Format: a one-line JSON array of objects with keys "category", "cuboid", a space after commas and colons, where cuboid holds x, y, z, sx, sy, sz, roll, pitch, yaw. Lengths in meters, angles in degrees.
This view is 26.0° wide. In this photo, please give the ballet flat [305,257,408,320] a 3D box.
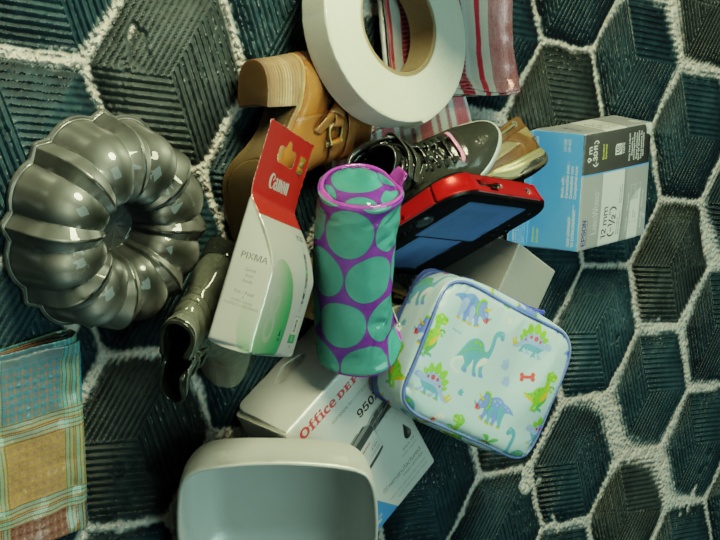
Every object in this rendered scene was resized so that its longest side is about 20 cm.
[{"category": "ballet flat", "cuboid": [-0.007, 0.029, 1.635, 0.199, 0.063, 0.069, 8, 108, -46]}]

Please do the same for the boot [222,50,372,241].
[{"category": "boot", "cuboid": [-0.054, -0.114, 1.539, 0.154, 0.073, 0.202, -7, 110, -47]}]

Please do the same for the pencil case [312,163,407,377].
[{"category": "pencil case", "cuboid": [0.000, 0.000, 1.521, 0.091, 0.085, 0.202, -12, 125, -20]}]

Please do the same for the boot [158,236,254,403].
[{"category": "boot", "cuboid": [-0.152, 0.073, 1.446, 0.201, 0.067, 0.131, 95, 18, -49]}]

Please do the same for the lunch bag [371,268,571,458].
[{"category": "lunch bag", "cuboid": [0.120, 0.097, 1.637, 0.199, 0.082, 0.162, 26, 84, -32]}]

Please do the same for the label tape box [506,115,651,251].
[{"category": "label tape box", "cuboid": [0.264, -0.101, 1.869, 0.199, 0.066, 0.145, -14, 113, -44]}]

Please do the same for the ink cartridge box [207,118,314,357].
[{"category": "ink cartridge box", "cuboid": [-0.071, -0.023, 1.414, 0.161, 0.050, 0.202, 20, 89, -78]}]

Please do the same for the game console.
[{"category": "game console", "cuboid": [0.085, -0.041, 1.623, 0.199, 0.176, 0.031, 4, 55, -56]}]

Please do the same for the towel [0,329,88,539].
[{"category": "towel", "cuboid": [-0.309, 0.164, 1.406, 0.146, 0.022, 0.202, -17, 115, -40]}]

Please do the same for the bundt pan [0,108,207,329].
[{"category": "bundt pan", "cuboid": [-0.217, -0.038, 1.396, 0.201, 0.075, 0.204, -17, 115, -42]}]

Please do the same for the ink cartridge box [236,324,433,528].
[{"category": "ink cartridge box", "cuboid": [-0.024, 0.177, 1.653, 0.145, 0.084, 0.201, -48, 131, -25]}]

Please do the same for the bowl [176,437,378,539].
[{"category": "bowl", "cuboid": [-0.082, 0.239, 1.555, 0.197, 0.075, 0.202, 1, 129, -2]}]

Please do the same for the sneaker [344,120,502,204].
[{"category": "sneaker", "cuboid": [0.063, -0.109, 1.575, 0.199, 0.071, 0.099, -29, 159, -13]}]

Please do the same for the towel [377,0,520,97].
[{"category": "towel", "cuboid": [0.096, -0.256, 1.657, 0.199, 0.023, 0.146, -8, 93, -44]}]

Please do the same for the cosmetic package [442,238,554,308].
[{"category": "cosmetic package", "cuboid": [0.123, 0.061, 1.750, 0.090, 0.106, 0.202, 29, 81, -45]}]

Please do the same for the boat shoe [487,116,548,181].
[{"category": "boat shoe", "cuboid": [0.105, -0.106, 1.670, 0.199, 0.076, 0.074, -25, 87, -24]}]

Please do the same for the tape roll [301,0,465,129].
[{"category": "tape roll", "cuboid": [0.026, -0.242, 1.549, 0.201, 0.037, 0.205, 9, 77, -43]}]

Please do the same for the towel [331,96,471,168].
[{"category": "towel", "cuboid": [0.050, -0.106, 1.681, 0.199, 0.030, 0.148, -33, 124, -31]}]
